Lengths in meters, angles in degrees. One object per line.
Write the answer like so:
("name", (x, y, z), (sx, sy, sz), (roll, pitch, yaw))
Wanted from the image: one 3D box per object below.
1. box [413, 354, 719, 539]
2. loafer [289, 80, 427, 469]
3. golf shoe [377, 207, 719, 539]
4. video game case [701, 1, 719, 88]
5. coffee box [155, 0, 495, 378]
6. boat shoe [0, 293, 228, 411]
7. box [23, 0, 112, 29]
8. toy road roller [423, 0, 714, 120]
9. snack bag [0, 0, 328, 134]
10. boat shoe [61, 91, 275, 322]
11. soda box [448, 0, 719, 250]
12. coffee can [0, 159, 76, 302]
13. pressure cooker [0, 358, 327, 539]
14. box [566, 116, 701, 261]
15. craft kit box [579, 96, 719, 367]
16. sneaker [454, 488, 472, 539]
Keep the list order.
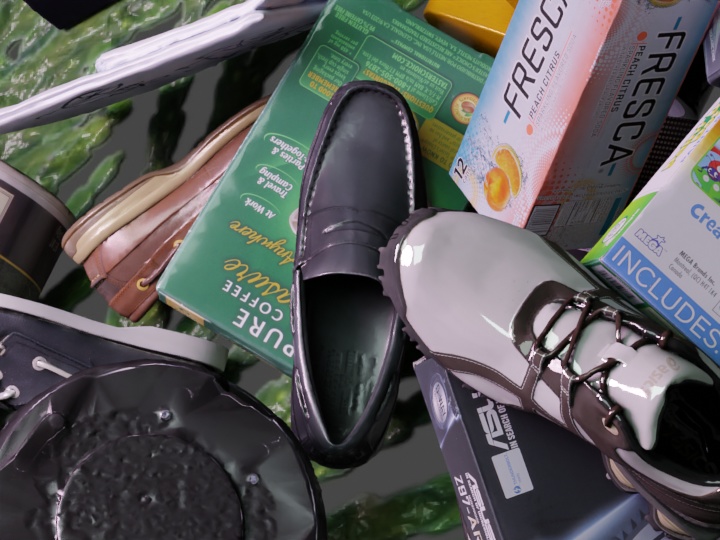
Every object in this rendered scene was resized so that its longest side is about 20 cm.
("box", (0.131, 0.108, 1.218), (0.160, 0.044, 0.200), (-16, 85, -17))
("loafer", (0.000, 0.000, 1.371), (0.068, 0.070, 0.201), (6, 82, -2))
("golf shoe", (0.101, 0.035, 1.151), (0.200, 0.094, 0.078), (35, 74, -5))
("video game case", (0.220, -0.160, 1.346), (0.019, 0.143, 0.200), (-33, 49, 46))
("coffee box", (-0.008, -0.041, 1.435), (0.123, 0.044, 0.200), (29, 81, 2))
("boat shoe", (-0.167, 0.051, 1.434), (0.076, 0.200, 0.060), (156, 124, -72))
("box", (-0.148, -0.286, 1.626), (0.196, 0.117, 0.200), (-27, 57, 16))
("toy road roller", (0.114, -0.176, 1.405), (0.200, 0.146, 0.123), (21, 77, 35))
("snack bag", (-0.107, -0.116, 1.486), (0.200, 0.189, 0.021), (-19, 93, 20))
("boat shoe", (-0.066, -0.045, 1.498), (0.200, 0.072, 0.068), (-34, 87, 1))
("soda box", (0.112, -0.103, 1.297), (0.068, 0.063, 0.200), (56, 138, 37))
("coffee can", (-0.266, 0.029, 1.515), (0.146, 0.146, 0.200), (17, 75, 34))
("pressure cooker", (-0.107, 0.152, 1.339), (0.178, 0.200, 0.176), (25, 70, 2))
("box", (0.170, 0.008, 1.344), (0.200, 0.044, 0.160), (11, 72, 33))
("craft kit box", (0.234, -0.012, 1.211), (0.200, 0.049, 0.198), (42, 81, -5))
("sneaker", (0.092, 0.047, 1.313), (0.115, 0.076, 0.201), (-12, 52, 0))
